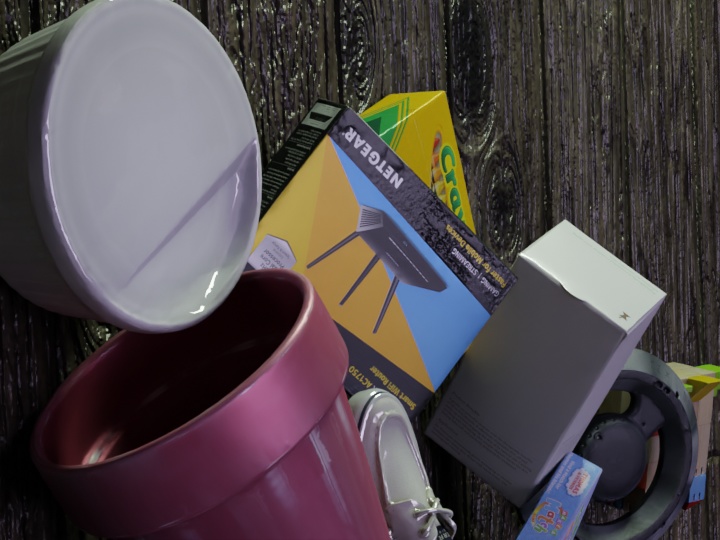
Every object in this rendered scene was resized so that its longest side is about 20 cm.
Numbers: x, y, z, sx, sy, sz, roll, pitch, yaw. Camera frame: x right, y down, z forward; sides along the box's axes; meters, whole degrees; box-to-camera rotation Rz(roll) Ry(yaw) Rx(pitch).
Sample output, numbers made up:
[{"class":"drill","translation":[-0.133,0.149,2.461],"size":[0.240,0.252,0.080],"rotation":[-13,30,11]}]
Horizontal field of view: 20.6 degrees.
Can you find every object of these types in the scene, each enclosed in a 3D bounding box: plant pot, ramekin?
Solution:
[{"class":"plant pot","translation":[-0.075,0.127,1.219],"size":[0.180,0.199,0.200],"rotation":[60,43,-23]},{"class":"ramekin","translation":[-0.155,-0.061,1.206],"size":[0.202,0.094,0.205],"rotation":[10,78,-54]}]

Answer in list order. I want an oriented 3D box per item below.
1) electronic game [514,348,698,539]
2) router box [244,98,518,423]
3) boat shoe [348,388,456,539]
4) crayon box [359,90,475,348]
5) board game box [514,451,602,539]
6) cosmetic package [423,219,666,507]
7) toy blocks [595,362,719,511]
[{"class":"electronic game","translation":[0.219,0.166,1.763],"size":[0.198,0.042,0.202],"rotation":[-4,100,-27]},{"class":"router box","translation":[0.000,0.000,1.400],"size":[0.200,0.051,0.150],"rotation":[42,80,-30]},{"class":"boat shoe","translation":[0.036,0.178,1.336],"size":[0.071,0.069,0.202],"rotation":[-12,95,-45]},{"class":"crayon box","translation":[0.025,-0.015,1.518],"size":[0.172,0.058,0.202],"rotation":[-37,120,-50]},{"class":"board game box","translation":[0.128,0.264,1.603],"size":[0.151,0.036,0.201],"rotation":[-51,162,-44]},{"class":"cosmetic package","translation":[0.144,0.076,1.567],"size":[0.085,0.107,0.201],"rotation":[-33,157,-52]},{"class":"toy blocks","translation":[0.266,0.166,1.863],"size":[0.199,0.099,0.138],"rotation":[-5,103,-46]}]
